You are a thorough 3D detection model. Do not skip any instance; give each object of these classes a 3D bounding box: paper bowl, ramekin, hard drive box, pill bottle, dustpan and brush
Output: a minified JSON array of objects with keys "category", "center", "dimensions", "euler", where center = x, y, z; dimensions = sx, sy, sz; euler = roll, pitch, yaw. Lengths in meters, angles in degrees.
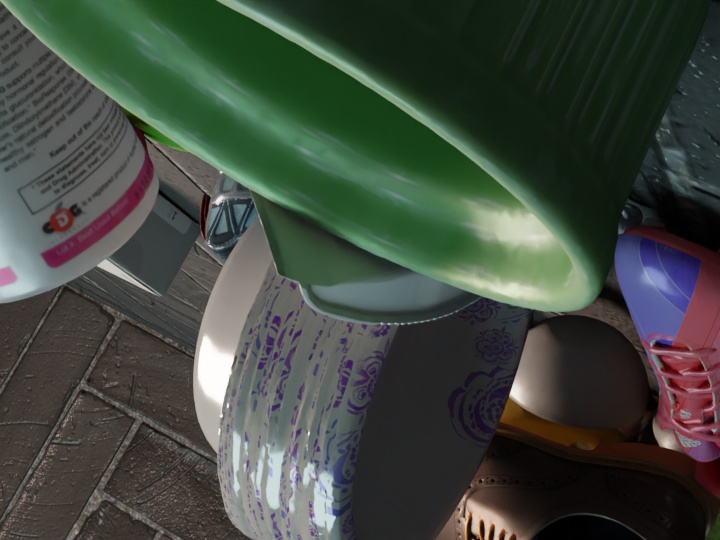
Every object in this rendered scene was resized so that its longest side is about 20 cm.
[{"category":"paper bowl","center":[-0.002,0.037,0.738],"dimensions":[0.104,0.201,0.201],"euler":[20,168,25]},{"category":"ramekin","center":[0.000,-0.079,0.443],"dimensions":[0.199,0.098,0.200],"euler":[29,171,5]},{"category":"hard drive box","center":[-0.268,-0.068,1.423],"dimensions":[0.199,0.077,0.156],"euler":[25,170,33]},{"category":"pill bottle","center":[-0.187,-0.094,0.737],"dimensions":[0.113,0.113,0.200],"euler":[18,142,52]},{"category":"dustpan and brush","center":[0.036,-0.034,0.613],"dimensions":[0.199,0.140,0.057],"euler":[-3,141,-25]}]

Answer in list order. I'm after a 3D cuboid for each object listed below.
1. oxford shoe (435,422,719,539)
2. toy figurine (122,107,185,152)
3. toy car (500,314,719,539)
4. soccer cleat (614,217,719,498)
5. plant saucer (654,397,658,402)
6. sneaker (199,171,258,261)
[{"category":"oxford shoe","center":[0.077,0.124,0.804],"dimensions":[0.199,0.073,0.072],"euler":[-3,115,27]},{"category":"toy figurine","center":[-0.237,-0.058,1.038],"dimensions":[0.199,0.185,0.150],"euler":[31,171,-10]},{"category":"toy car","center":[0.159,0.114,0.896],"dimensions":[0.199,0.176,0.150],"euler":[19,-154,16]},{"category":"soccer cleat","center":[0.155,0.044,0.701],"dimensions":[0.067,0.077,0.200],"euler":[23,169,33]},{"category":"plant saucer","center":[0.150,0.156,0.987],"dimensions":[0.200,0.200,0.038],"euler":[26,139,22]},{"category":"sneaker","center":[0.000,0.000,0.888],"dimensions":[0.199,0.096,0.079],"euler":[27,171,16]}]
